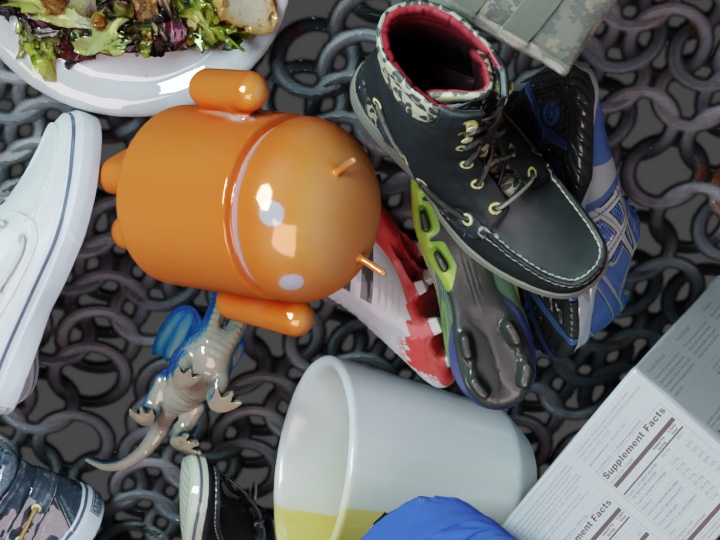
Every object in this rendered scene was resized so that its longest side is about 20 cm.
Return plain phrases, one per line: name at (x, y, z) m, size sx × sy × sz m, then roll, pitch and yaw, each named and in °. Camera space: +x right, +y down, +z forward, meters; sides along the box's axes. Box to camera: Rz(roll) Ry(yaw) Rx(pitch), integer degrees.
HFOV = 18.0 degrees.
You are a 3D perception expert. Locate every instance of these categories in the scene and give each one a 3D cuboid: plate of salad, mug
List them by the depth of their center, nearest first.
plate of salad at (-0.141, -0.174, 1.378) m, size 0.198 × 0.048 × 0.201 m, roll -2°, pitch 127°, yaw -3°
mug at (0.030, 0.160, 1.569) m, size 0.152 × 0.150 × 0.188 m, roll 9°, pitch 115°, yaw -21°

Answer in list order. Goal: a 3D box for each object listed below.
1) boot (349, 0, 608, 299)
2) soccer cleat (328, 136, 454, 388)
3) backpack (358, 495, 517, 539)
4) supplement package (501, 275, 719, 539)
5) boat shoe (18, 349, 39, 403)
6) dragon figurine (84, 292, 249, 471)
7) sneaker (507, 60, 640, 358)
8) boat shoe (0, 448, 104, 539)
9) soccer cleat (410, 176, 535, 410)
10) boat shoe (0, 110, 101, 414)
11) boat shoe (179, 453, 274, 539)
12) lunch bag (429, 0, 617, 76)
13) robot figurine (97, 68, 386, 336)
boot at (0.075, -0.071, 1.364) m, size 0.204 × 0.154 × 0.073 m, roll 45°, pitch 80°, yaw 5°
soccer cleat at (0.000, 0.000, 1.505) m, size 0.085 × 0.069 × 0.201 m, roll -20°, pitch 119°, yaw 25°
backpack at (0.072, 0.249, 1.442) m, size 0.162 × 0.167 × 0.201 m, roll -41°, pitch 124°, yaw -21°
supplement package at (0.207, 0.120, 1.507) m, size 0.111 × 0.200 × 0.156 m, roll 41°, pitch 119°, yaw 8°
boat shoe at (-0.267, 0.023, 1.497) m, size 0.070 × 0.070 × 0.201 m, roll -13°, pitch 126°, yaw 5°
dragon figurine at (-0.113, 0.065, 1.541) m, size 0.059 × 0.100 × 0.200 m, roll 29°, pitch 133°, yaw -13°
sneaker at (0.139, -0.046, 1.488) m, size 0.077 × 0.075 × 0.202 m, roll -23°, pitch 125°, yaw -36°
boat shoe at (-0.277, 0.211, 1.639) m, size 0.091 × 0.071 × 0.200 m, roll 32°, pitch 111°, yaw -24°
soccer cleat at (0.070, -0.008, 1.481) m, size 0.064 × 0.084 × 0.202 m, roll -12°, pitch 93°, yaw -3°
boat shoe at (-0.221, -0.009, 1.432) m, size 0.066 × 0.073 × 0.202 m, roll 17°, pitch 89°, yaw -24°
boat shoe at (-0.092, 0.185, 1.603) m, size 0.062 × 0.075 × 0.201 m, roll -5°, pitch 148°, yaw 3°
lunch bag at (0.078, -0.238, 1.308) m, size 0.199 × 0.118 × 0.164 m, roll 27°, pitch 124°, yaw -13°
robot figurine at (-0.071, -0.043, 1.396) m, size 0.199 × 0.145 × 0.116 m, roll 8°, pitch 171°, yaw 38°
